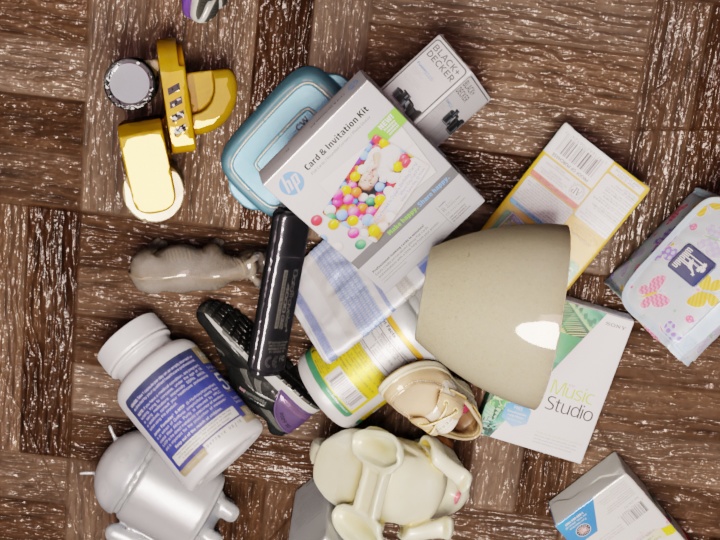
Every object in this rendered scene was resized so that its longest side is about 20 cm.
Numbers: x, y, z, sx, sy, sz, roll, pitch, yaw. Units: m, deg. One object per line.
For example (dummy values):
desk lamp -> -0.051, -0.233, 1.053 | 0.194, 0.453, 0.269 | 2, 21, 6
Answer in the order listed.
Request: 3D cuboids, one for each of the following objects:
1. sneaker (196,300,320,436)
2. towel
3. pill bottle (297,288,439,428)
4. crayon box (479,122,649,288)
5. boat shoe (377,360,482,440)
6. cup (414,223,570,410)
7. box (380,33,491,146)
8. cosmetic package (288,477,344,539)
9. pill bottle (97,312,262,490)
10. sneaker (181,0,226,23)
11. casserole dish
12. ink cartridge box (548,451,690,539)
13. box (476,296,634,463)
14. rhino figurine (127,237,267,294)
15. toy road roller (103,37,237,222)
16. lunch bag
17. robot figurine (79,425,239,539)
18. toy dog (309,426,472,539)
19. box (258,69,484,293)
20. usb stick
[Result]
sneaker -> -0.145, 0.130, 1.215 | 0.087, 0.076, 0.200 | -42, 99, 16
towel -> 0.000, 0.000, 1.155 | 0.200, 0.147, 0.024 | -40, 143, 9
pill bottle -> 0.031, 0.091, 1.178 | 0.200, 0.113, 0.113 | -39, 100, 10
crayon box -> 0.230, -0.057, 1.155 | 0.125, 0.052, 0.200 | 39, 101, 6
boat shoe -> 0.094, 0.161, 1.155 | 0.074, 0.200, 0.069 | -41, 57, 17
cup -> 0.136, 0.038, 1.047 | 0.142, 0.200, 0.202 | 10, 104, 4
box -> 0.047, -0.165, 1.107 | 0.200, 0.117, 0.060 | -41, 74, 9
cosmetic package -> -0.032, 0.332, 1.193 | 0.074, 0.200, 0.102 | -41, 99, 11
pill bottle -> -0.224, 0.155, 1.181 | 0.120, 0.120, 0.200 | -43, 81, 11
sneaker -> -0.192, -0.383, 1.099 | 0.083, 0.081, 0.202 | 1, 97, 18
casserole dish -> -0.081, -0.151, 1.160 | 0.121, 0.039, 0.200 | 44, 100, -9
ink cartridge box -> 0.352, 0.351, 1.257 | 0.116, 0.067, 0.200 | -39, 100, 11
box -> 0.242, 0.130, 1.222 | 0.143, 0.036, 0.202 | 16, 102, -3
rhino figurine -> -0.186, -0.005, 1.172 | 0.198, 0.088, 0.060 | -2, 105, 0
toy road roller -> -0.210, -0.165, 1.120 | 0.145, 0.123, 0.202 | -8, 103, -8
lunch bag -> 0.384, 0.005, 1.103 | 0.127, 0.200, 0.170 | 42, 102, -9
robot figurine -> -0.252, 0.279, 1.230 | 0.199, 0.113, 0.170 | 33, 75, -6
toy dog -> 0.049, 0.261, 1.187 | 0.199, 0.193, 0.141 | 12, 85, -43
box -> 0.015, -0.091, 1.048 | 0.156, 0.041, 0.200 | -43, 118, 11
usb stick -> -0.096, 0.025, 1.147 | 0.032, 0.055, 0.202 | 14, 97, 38
